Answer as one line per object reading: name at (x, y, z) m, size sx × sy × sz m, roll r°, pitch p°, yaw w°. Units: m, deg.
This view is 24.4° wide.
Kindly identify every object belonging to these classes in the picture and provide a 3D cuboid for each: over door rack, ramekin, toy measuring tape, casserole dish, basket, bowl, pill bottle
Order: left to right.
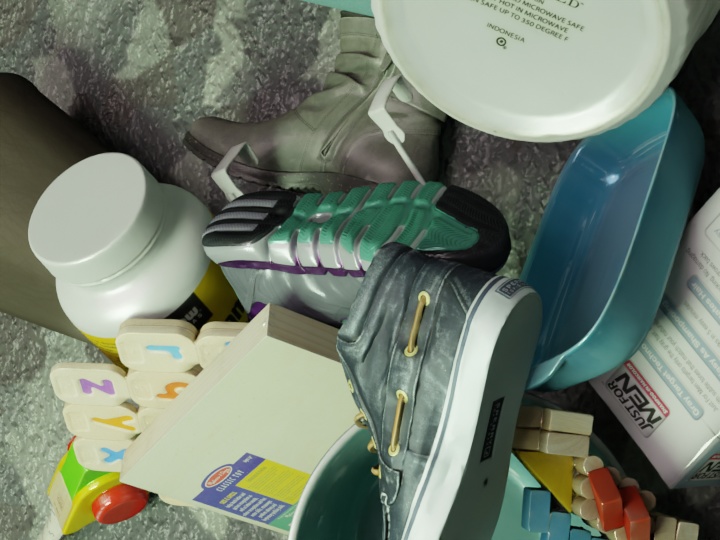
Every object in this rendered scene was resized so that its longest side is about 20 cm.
basket at (-0.220, -0.030, 1.224) m, size 0.200 × 0.136 × 0.181 m, roll 26°, pitch 105°, yaw 34°
toy measuring tape at (-0.196, 0.170, 1.246) m, size 0.074 × 0.073 × 0.200 m, roll 61°, pitch 145°, yaw 25°
pill bottle at (-0.124, 0.017, 1.076) m, size 0.112 × 0.200 × 0.113 m, roll -16°, pitch 50°, yaw 20°
over door rack at (0.000, 0.000, 1.028) m, size 0.148 × 0.067 × 0.200 m, roll -18°, pitch 105°, yaw 37°
bowl at (0.057, 0.164, 0.959) m, size 0.200 × 0.105 × 0.201 m, roll 0°, pitch 87°, yaw -2°
ramekin at (0.096, -0.159, 0.898) m, size 0.202 × 0.202 × 0.094 m, roll -23°, pitch 30°, yaw 37°
casserole dish at (0.136, -0.012, 0.920) m, size 0.121 × 0.039 × 0.200 m, roll -32°, pitch 31°, yaw 57°

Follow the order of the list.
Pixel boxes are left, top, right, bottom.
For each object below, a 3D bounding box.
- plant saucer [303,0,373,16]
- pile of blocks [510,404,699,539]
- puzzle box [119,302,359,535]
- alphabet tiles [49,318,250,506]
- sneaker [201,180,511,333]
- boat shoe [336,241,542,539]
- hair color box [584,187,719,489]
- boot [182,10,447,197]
plant saucer at (0.021, -0.180, 1.072) m, size 0.200 × 0.070 × 0.019 m, roll 21°, pitch 127°, yaw 39°
pile of blocks at (0.140, 0.149, 0.882) m, size 0.200 × 0.062 × 0.082 m, roll 43°, pitch 85°, yaw 0°
puzzle box at (-0.049, 0.098, 1.030) m, size 0.200 × 0.133 × 0.025 m, roll -43°, pitch 34°, yaw 43°
alphabet tiles at (-0.094, 0.096, 1.069) m, size 0.195 × 0.200 × 0.015 m, roll 2°, pitch 51°, yaw 6°
sneaker at (0.006, 0.001, 0.964) m, size 0.200 × 0.074 × 0.088 m, roll 4°, pitch 129°, yaw 35°
boat shoe at (0.029, 0.087, 0.880) m, size 0.091 × 0.071 × 0.201 m, roll 23°, pitch 106°, yaw 30°
hair color box at (0.215, 0.015, 0.895) m, size 0.200 × 0.061 × 0.099 m, roll -51°, pitch 57°, yaw 25°
boot at (-0.019, -0.112, 1.105) m, size 0.200 × 0.068 × 0.131 m, roll 17°, pitch 96°, yaw 31°
